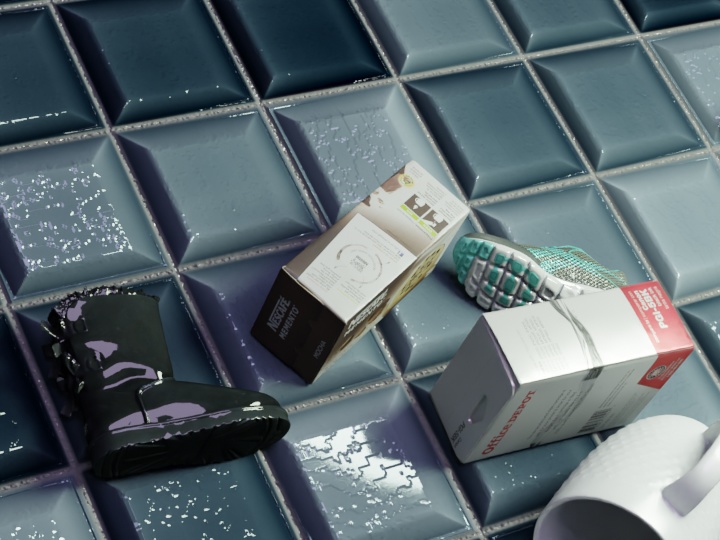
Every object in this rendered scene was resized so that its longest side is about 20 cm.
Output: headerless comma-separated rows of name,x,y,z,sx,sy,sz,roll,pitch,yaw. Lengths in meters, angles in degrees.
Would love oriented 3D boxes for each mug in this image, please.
mug,0.271,0.200,1.597,0.148,0.200,0.175,43,45,4

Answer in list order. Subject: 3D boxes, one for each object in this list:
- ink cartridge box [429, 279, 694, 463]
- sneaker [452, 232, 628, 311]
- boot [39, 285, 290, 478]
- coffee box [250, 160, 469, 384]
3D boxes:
ink cartridge box,0.184,0.093,1.668,0.200,0.147,0.083,-9,60,-28
sneaker,0.184,0.007,1.789,0.200,0.078,0.091,25,35,-9
boot,-0.174,0.090,1.576,0.198,0.073,0.163,-7,57,-26
coffee box,0.000,0.000,1.680,0.080,0.113,0.200,41,51,9
